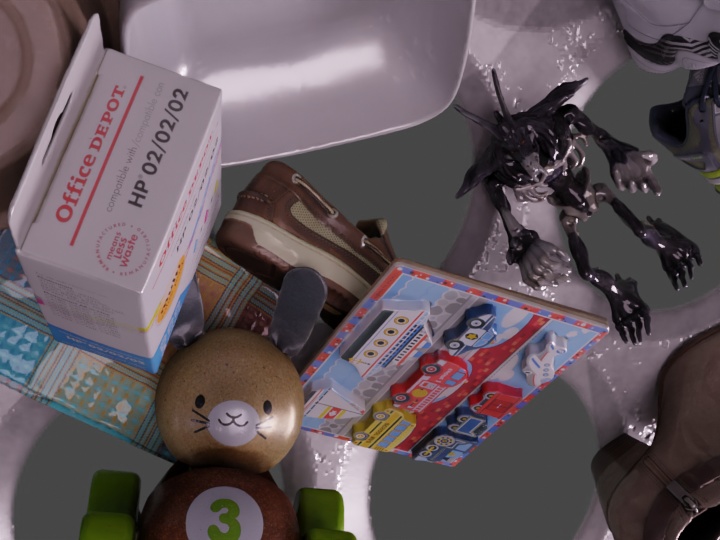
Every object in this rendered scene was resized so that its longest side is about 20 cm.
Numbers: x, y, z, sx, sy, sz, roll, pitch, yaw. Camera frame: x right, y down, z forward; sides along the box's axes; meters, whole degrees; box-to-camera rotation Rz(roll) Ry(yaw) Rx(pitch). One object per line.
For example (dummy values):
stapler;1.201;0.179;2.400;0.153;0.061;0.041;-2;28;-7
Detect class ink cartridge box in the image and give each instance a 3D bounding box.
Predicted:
ink cartridge box;-0.120;-0.031;0.707;0.067;0.200;0.117;18;71;1

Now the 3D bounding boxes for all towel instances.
towel;-0.154;0.028;0.861;0.198;0.022;0.148;30;95;-24

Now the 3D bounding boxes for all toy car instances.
toy car;-0.079;0.095;0.821;0.161;0.158;0.203;6;98;-8

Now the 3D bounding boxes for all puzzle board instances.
puzzle board;0.044;0.069;0.872;0.149;0.018;0.200;15;141;-21

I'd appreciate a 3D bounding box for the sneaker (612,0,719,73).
sneaker;0.210;-0.188;0.829;0.075;0.199;0.115;-44;108;-18

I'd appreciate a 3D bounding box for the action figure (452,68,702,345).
action figure;0.146;-0.044;0.898;0.119;0.102;0.200;-44;116;11

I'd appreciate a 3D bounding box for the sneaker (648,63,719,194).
sneaker;0.255;-0.113;0.877;0.080;0.200;0.075;20;62;-10

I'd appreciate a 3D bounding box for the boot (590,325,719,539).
boot;0.252;0.124;0.955;0.200;0.146;0.070;-43;112;-3

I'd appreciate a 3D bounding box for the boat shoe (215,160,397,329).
boat shoe;0.004;0.000;0.880;0.201;0.074;0.076;36;71;-32

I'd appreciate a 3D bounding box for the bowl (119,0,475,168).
bowl;-0.040;-0.144;0.774;0.197;0.200;0.076;-14;67;-6

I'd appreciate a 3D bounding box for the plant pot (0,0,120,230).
plant pot;-0.213;-0.113;0.706;0.197;0.174;0.204;-2;97;-15
